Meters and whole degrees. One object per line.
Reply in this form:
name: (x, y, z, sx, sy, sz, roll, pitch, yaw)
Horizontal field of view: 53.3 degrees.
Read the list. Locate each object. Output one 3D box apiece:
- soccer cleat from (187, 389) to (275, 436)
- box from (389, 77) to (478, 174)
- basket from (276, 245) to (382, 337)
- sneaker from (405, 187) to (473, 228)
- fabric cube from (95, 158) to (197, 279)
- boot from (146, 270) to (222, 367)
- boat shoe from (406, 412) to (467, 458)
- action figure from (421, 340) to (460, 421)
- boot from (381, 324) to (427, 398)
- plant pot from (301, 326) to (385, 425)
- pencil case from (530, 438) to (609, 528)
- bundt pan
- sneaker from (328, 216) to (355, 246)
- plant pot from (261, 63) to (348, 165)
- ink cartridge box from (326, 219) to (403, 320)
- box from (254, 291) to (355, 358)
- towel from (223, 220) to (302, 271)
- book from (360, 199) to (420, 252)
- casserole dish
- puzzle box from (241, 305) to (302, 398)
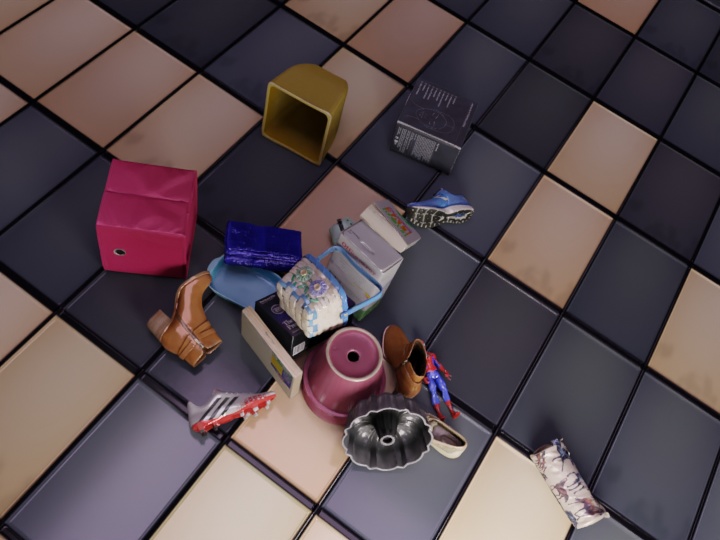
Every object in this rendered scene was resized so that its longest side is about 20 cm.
soccer cleat: (-0.286, 0.294, 1.586, 0.198, 0.069, 0.086, -20, 70, -17)
box: (0.214, -0.419, 2.078, 0.195, 0.124, 0.201, 23, 57, 4)
basket: (-0.072, 0.043, 1.597, 0.199, 0.140, 0.176, -31, 56, -30)
sneaker: (0.209, -0.174, 1.969, 0.198, 0.079, 0.090, -4, 53, -24)
fabric cube: (-0.500, -0.118, 1.707, 0.197, 0.197, 0.202, 7, 57, -9)
boot: (-0.377, 0.113, 1.668, 0.154, 0.074, 0.200, 38, 75, 10)
boat shoe: (0.152, 0.357, 1.640, 0.199, 0.065, 0.072, 30, 58, 7)
action figure: (0.177, 0.258, 1.717, 0.065, 0.052, 0.202, -14, 61, -15)
boot: (0.104, 0.193, 1.674, 0.076, 0.156, 0.202, 2, 59, -10)
plant pot: (-0.028, 0.223, 1.615, 0.197, 0.180, 0.202, 6, 58, -9)
pencil case: (0.474, 0.484, 1.625, 0.089, 0.078, 0.201, -29, 67, -4)
bundt pan: (0.056, 0.343, 1.564, 0.199, 0.204, 0.076, 6, 35, -8)
sneaker: (0.015, -0.104, 1.878, 0.198, 0.074, 0.119, -17, 65, -20)
plant pot: (-0.135, -0.457, 1.994, 0.194, 0.195, 0.201, 29, 53, 6)
ink cartridge box: (0.000, 0.000, 1.735, 0.145, 0.201, 0.087, 43, 52, 16)
box: (-0.131, 0.101, 1.683, 0.141, 0.080, 0.199, 36, 44, 30)
towel: (-0.240, -0.065, 1.789, 0.197, 0.050, 0.149, 8, 44, -16)
book: (0.080, -0.109, 1.770, 0.048, 0.200, 0.134, -43, 87, 15)
casserole dish: (-0.282, 0.037, 1.754, 0.198, 0.039, 0.122, 27, 58, 4)
puzzle box: (-0.204, 0.187, 1.626, 0.025, 0.133, 0.200, -32, 72, -25)
